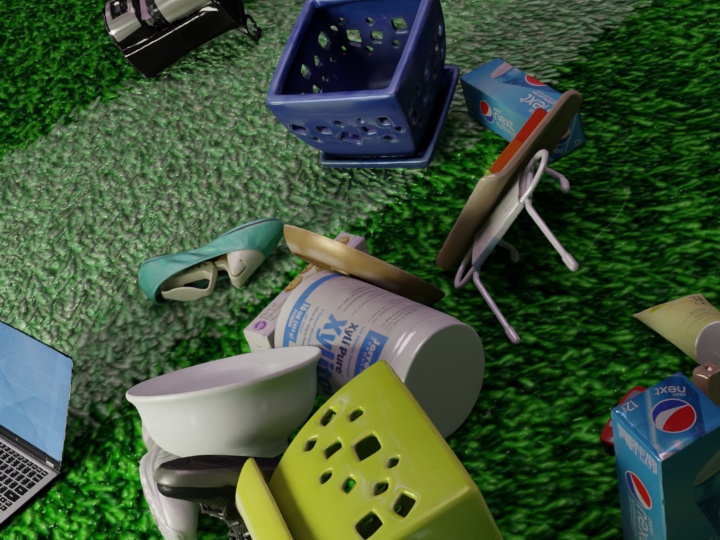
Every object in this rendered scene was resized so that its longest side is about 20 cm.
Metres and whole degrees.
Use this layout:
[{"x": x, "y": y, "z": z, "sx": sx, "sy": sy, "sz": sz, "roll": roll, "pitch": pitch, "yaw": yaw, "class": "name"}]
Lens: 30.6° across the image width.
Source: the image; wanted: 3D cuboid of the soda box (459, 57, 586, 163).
[{"x": 0.214, "y": -0.216, "z": 1.764, "sx": 0.067, "sy": 0.065, "sz": 0.200, "roll": -28, "pitch": 36, "yaw": -14, "class": "soda box"}]

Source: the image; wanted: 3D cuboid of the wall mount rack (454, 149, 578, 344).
[{"x": 0.178, "y": -0.026, "z": 1.457, "sx": 0.074, "sy": 0.201, "sz": 0.174, "roll": 26, "pitch": 35, "yaw": -9, "class": "wall mount rack"}]

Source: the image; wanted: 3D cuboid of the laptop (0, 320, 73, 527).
[{"x": -0.425, "y": 0.176, "z": 1.475, "sx": 0.186, "sy": 0.117, "sz": 0.200, "roll": 19, "pitch": 49, "yaw": 42, "class": "laptop"}]

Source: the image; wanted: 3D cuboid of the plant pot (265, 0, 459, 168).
[{"x": 0.017, "y": -0.246, "z": 1.770, "sx": 0.198, "sy": 0.180, "sz": 0.202, "roll": 2, "pitch": 57, "yaw": 27, "class": "plant pot"}]

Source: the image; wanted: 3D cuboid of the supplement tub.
[{"x": 0.017, "y": 0.087, "z": 1.377, "sx": 0.199, "sy": 0.133, "sz": 0.132, "roll": 20, "pitch": 49, "yaw": 44, "class": "supplement tub"}]

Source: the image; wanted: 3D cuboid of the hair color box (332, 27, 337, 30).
[{"x": 0.021, "y": -0.473, "z": 2.213, "sx": 0.198, "sy": 0.061, "sz": 0.099, "roll": -21, "pitch": 34, "yaw": -2, "class": "hair color box"}]

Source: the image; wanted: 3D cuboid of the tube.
[{"x": 0.330, "y": 0.053, "z": 1.316, "sx": 0.058, "sy": 0.052, "sz": 0.200, "roll": 24, "pitch": 9, "yaw": -5, "class": "tube"}]

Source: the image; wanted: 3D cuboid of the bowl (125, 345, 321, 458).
[{"x": -0.127, "y": 0.142, "z": 1.304, "sx": 0.199, "sy": 0.091, "sz": 0.201, "roll": -11, "pitch": 4, "yaw": 1, "class": "bowl"}]

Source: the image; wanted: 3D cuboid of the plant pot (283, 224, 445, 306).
[{"x": 0.000, "y": 0.000, "z": 1.484, "sx": 0.199, "sy": 0.199, "sz": 0.028, "roll": 19, "pitch": 84, "yaw": 42, "class": "plant pot"}]

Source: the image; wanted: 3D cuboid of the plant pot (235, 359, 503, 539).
[{"x": 0.014, "y": 0.233, "z": 1.126, "sx": 0.180, "sy": 0.201, "sz": 0.199, "roll": -29, "pitch": 36, "yaw": -6, "class": "plant pot"}]

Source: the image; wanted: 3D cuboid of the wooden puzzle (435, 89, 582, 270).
[{"x": 0.169, "y": -0.109, "z": 1.549, "sx": 0.037, "sy": 0.186, "sz": 0.200, "roll": 39, "pitch": 54, "yaw": 10, "class": "wooden puzzle"}]

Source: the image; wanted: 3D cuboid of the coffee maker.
[{"x": -0.302, "y": -0.412, "z": 2.211, "sx": 0.199, "sy": 0.193, "sz": 0.135, "roll": -26, "pitch": 24, "yaw": 19, "class": "coffee maker"}]

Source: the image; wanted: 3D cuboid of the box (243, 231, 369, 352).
[{"x": -0.060, "y": 0.028, "z": 1.575, "sx": 0.041, "sy": 0.039, "sz": 0.200, "roll": 13, "pitch": 45, "yaw": 38, "class": "box"}]

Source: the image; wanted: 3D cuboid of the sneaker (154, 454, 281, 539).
[{"x": -0.106, "y": 0.229, "z": 1.216, "sx": 0.076, "sy": 0.198, "sz": 0.116, "roll": 6, "pitch": 84, "yaw": 45, "class": "sneaker"}]

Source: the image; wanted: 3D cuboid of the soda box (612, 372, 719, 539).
[{"x": 0.252, "y": 0.181, "z": 1.056, "sx": 0.067, "sy": 0.201, "sz": 0.064, "roll": -27, "pitch": 43, "yaw": -14, "class": "soda box"}]

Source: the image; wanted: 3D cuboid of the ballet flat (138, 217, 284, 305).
[{"x": -0.182, "y": -0.002, "z": 1.667, "sx": 0.198, "sy": 0.068, "sz": 0.071, "roll": -19, "pitch": 58, "yaw": -1, "class": "ballet flat"}]

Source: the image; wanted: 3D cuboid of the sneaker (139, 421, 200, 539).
[{"x": -0.174, "y": 0.200, "z": 1.362, "sx": 0.098, "sy": 0.079, "sz": 0.201, "roll": -15, "pitch": 35, "yaw": -1, "class": "sneaker"}]

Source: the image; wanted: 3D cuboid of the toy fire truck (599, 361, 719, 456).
[{"x": 0.301, "y": 0.134, "z": 1.168, "sx": 0.049, "sy": 0.200, "sz": 0.142, "roll": 24, "pitch": 80, "yaw": 46, "class": "toy fire truck"}]
